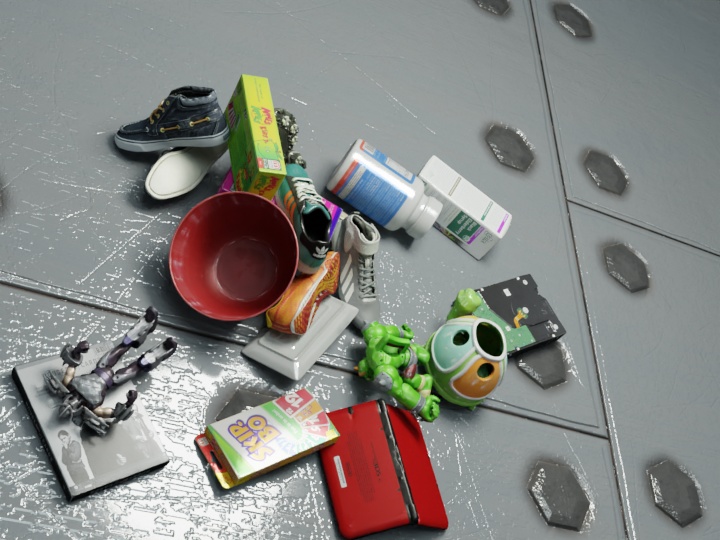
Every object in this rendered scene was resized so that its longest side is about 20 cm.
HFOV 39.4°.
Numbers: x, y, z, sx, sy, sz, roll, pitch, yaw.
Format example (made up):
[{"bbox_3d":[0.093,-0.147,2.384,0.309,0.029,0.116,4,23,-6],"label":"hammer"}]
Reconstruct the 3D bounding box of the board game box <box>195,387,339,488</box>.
[{"bbox_3d":[-0.136,0.244,1.480,0.200,0.030,0.096,-19,60,-33],"label":"board game box"}]

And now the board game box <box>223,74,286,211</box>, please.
[{"bbox_3d":[-0.172,-0.205,1.616,0.047,0.102,0.200,4,55,-26],"label":"board game box"}]

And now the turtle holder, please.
[{"bbox_3d":[0.191,0.135,1.719,0.141,0.132,0.186,36,45,-4],"label":"turtle holder"}]

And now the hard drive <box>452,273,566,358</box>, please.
[{"bbox_3d":[0.279,0.089,1.879,0.200,0.038,0.140,-15,66,-40],"label":"hard drive"}]

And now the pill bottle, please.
[{"bbox_3d":[0.047,-0.143,1.850,0.200,0.112,0.112,34,45,-7],"label":"pill bottle"}]

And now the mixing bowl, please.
[{"bbox_3d":[-0.187,-0.012,1.570,0.199,0.108,0.201,-1,78,5],"label":"mixing bowl"}]

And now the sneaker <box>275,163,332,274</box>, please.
[{"bbox_3d":[-0.083,-0.098,1.608,0.071,0.080,0.200,3,57,-30],"label":"sneaker"}]

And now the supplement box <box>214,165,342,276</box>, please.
[{"bbox_3d":[-0.148,-0.093,1.690,0.200,0.101,0.104,30,47,-10],"label":"supplement box"}]

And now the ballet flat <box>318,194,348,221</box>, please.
[{"bbox_3d":[-0.070,-0.095,1.785,0.200,0.067,0.062,36,17,-10],"label":"ballet flat"}]

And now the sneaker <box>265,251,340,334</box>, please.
[{"bbox_3d":[-0.089,0.025,1.625,0.077,0.073,0.200,12,35,21],"label":"sneaker"}]

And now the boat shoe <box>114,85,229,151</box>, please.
[{"bbox_3d":[-0.315,-0.252,1.643,0.200,0.091,0.071,-2,35,13],"label":"boat shoe"}]

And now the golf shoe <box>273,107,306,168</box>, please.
[{"bbox_3d":[-0.154,-0.217,1.730,0.088,0.200,0.077,31,69,17],"label":"golf shoe"}]

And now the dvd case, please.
[{"bbox_3d":[-0.368,0.200,1.378,0.150,0.025,0.200,-15,66,-40],"label":"dvd case"}]

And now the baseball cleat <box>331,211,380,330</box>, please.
[{"bbox_3d":[0.000,0.000,1.695,0.070,0.106,0.201,-10,75,-31],"label":"baseball cleat"}]

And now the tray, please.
[{"bbox_3d":[-0.093,0.091,1.617,0.107,0.022,0.200,24,42,18],"label":"tray"}]

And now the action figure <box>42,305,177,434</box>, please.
[{"bbox_3d":[-0.343,0.138,1.379,0.130,0.069,0.200,50,49,-4],"label":"action figure"}]

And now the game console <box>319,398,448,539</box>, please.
[{"bbox_3d":[0.032,0.315,1.560,0.172,0.119,0.200,-14,61,-5],"label":"game console"}]

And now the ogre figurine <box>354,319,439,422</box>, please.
[{"bbox_3d":[0.059,0.149,1.639,0.120,0.098,0.200,28,49,-33],"label":"ogre figurine"}]

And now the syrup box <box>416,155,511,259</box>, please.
[{"bbox_3d":[0.186,-0.121,1.947,0.200,0.079,0.081,38,45,-3],"label":"syrup box"}]

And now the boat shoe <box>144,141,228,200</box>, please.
[{"bbox_3d":[-0.297,-0.178,1.681,0.075,0.062,0.200,48,51,-17],"label":"boat shoe"}]
